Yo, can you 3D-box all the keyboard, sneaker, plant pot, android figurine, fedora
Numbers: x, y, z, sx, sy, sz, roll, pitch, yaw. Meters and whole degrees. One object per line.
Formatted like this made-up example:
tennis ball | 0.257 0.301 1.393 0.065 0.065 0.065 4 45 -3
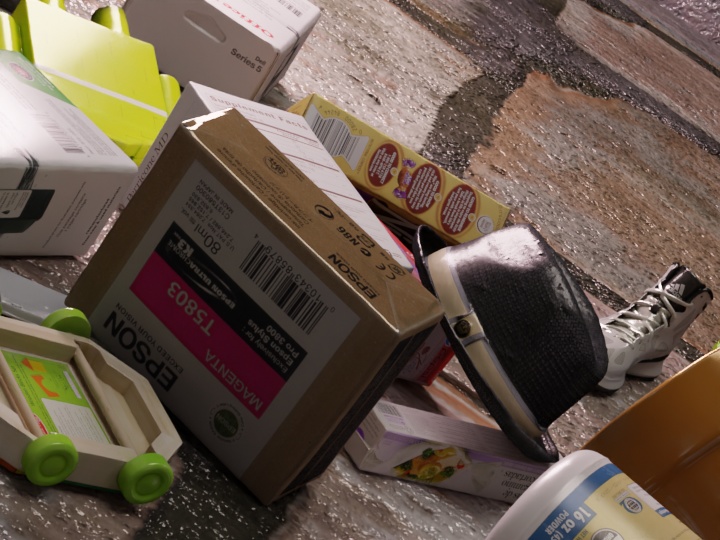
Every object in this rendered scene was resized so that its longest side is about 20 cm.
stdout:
keyboard | -0.162 0.046 1.484 0.199 0.011 0.056 25 17 -25
sneaker | 0.245 0.040 1.978 0.076 0.116 0.200 42 21 21
plant pot | 0.288 0.170 1.669 0.184 0.200 0.200 56 26 15
android figurine | -0.216 -0.147 1.756 0.181 0.041 0.201 18 38 -32
fedora | 0.120 0.037 1.614 0.201 0.091 0.201 57 11 -17

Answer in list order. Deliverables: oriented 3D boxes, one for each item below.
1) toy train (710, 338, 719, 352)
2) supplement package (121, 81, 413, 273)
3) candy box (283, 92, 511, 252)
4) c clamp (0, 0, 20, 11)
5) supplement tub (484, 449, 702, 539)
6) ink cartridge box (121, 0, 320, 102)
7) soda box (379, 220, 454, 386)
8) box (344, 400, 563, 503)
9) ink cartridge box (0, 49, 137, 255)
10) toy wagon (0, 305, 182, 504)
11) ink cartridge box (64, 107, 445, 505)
toy train | 0.345 0.094 1.895 0.115 0.201 0.085 32 19 8
supplement package | -0.073 -0.027 1.631 0.117 0.117 0.200 15 27 -39
candy box | 0.016 -0.070 1.881 0.199 0.057 0.117 28 -15 -14
c clamp | -0.279 -0.197 1.841 0.199 0.027 0.171 30 15 -8
supplement tub | 0.172 0.226 1.392 0.200 0.145 0.144 40 20 17
ink cartridge box | -0.132 -0.229 2.048 0.145 0.084 0.200 34 19 -1
soda box | 0.000 0.000 1.746 0.200 0.070 0.063 48 16 32
box | 0.071 0.134 1.601 0.199 0.039 0.041 16 27 -41
ink cartridge box | -0.271 -0.084 1.496 0.147 0.083 0.200 44 21 24
toy wagon | -0.201 0.071 1.318 0.199 0.040 0.155 16 26 -40
ink cartridge box | -0.071 0.023 1.425 0.200 0.165 0.075 43 27 12
